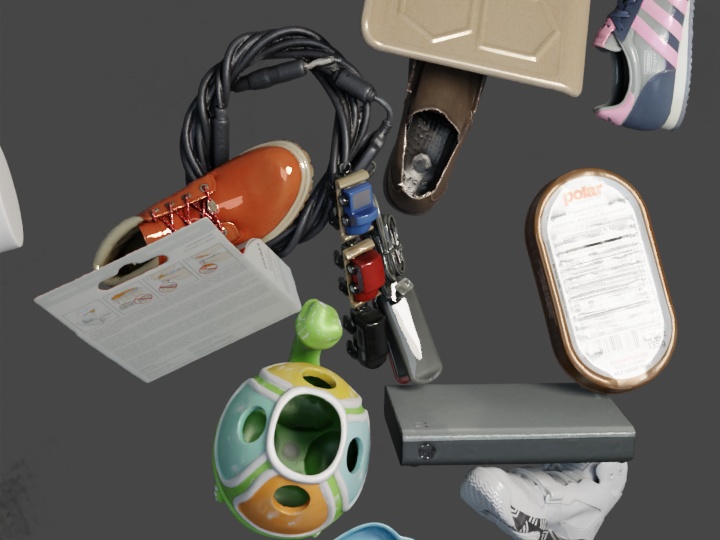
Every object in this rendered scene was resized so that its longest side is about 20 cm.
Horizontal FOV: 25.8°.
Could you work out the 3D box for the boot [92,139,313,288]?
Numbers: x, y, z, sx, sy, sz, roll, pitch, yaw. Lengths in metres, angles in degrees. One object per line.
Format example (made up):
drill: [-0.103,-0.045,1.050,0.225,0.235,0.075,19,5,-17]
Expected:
boot: [-0.131,-0.041,1.304,0.199,0.107,0.076,-31,84,21]

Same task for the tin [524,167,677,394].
tin: [0.214,0.008,1.389,0.111,0.042,0.203,-13,84,-11]

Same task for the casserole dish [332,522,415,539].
casserole dish: [-0.022,0.309,1.421,0.199,0.039,0.122,-35,98,-1]

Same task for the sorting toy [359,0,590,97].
sorting toy: [0.102,-0.245,1.342,0.197,0.037,0.187,14,63,-9]

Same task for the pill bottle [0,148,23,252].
pill bottle: [-0.390,-0.040,1.311,0.197,0.114,0.115,-15,97,-4]

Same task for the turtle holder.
turtle holder: [-0.045,0.136,1.348,0.141,0.132,0.186,39,70,1]

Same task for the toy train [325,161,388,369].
toy train: [0.000,0.000,1.347,0.034,0.046,0.202,-23,125,-24]

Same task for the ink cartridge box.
ink cartridge box: [-0.157,0.013,1.291,0.159,0.200,0.048,-24,61,10]

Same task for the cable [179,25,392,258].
cable: [-0.079,-0.108,1.353,0.163,0.051,0.201,39,100,0]

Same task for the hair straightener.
hair straightener: [0.034,0.002,1.375,0.040,0.077,0.203,-15,95,-20]

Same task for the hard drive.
hard drive: [0.125,0.132,1.363,0.197,0.140,0.033,0,103,-6]

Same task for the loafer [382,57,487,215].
loafer: [0.073,-0.144,1.364,0.072,0.071,0.203,12,95,-6]

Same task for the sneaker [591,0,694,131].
sneaker: [0.244,-0.223,1.372,0.081,0.070,0.203,-1,95,-8]

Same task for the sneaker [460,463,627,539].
sneaker: [0.165,0.185,1.376,0.116,0.075,0.200,-57,139,-7]
